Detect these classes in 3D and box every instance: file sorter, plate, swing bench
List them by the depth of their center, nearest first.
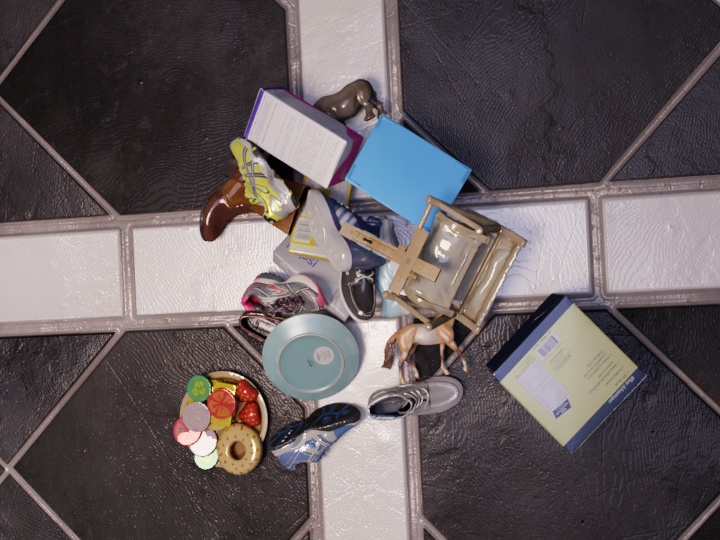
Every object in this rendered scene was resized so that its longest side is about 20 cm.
[{"bbox_3d":[0.173,-0.004,1.170,0.129,0.198,0.203,35,107,35],"label":"swing bench"},{"bbox_3d":[0.092,-0.177,1.246,0.197,0.123,0.141,32,93,5],"label":"file sorter"},{"bbox_3d":[-0.098,0.179,1.273,0.194,0.026,0.205,-1,115,-2],"label":"plate"}]

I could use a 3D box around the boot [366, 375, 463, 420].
[{"bbox_3d":[0.107,0.258,1.258,0.195,0.096,0.076,-14,89,6],"label":"boot"}]

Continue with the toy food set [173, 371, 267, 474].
[{"bbox_3d":[-0.287,0.311,1.325,0.192,0.049,0.206,8,91,6],"label":"toy food set"}]

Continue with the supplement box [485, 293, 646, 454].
[{"bbox_3d":[0.377,0.187,1.210,0.200,0.134,0.200,44,94,4],"label":"supplement box"}]

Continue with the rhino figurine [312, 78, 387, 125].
[{"bbox_3d":[-0.051,-0.313,1.293,0.196,0.060,0.089,-24,89,12],"label":"rhino figurine"}]

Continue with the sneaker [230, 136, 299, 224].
[{"bbox_3d":[-0.199,-0.176,1.229,0.076,0.076,0.201,-40,66,-1],"label":"sneaker"}]

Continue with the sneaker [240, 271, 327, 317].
[{"bbox_3d":[-0.148,0.058,1.257,0.196,0.075,0.082,1,126,38],"label":"sneaker"}]

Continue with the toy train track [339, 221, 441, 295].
[{"bbox_3d":[0.051,-0.030,1.110,0.197,0.032,0.117,27,87,23],"label":"toy train track"}]

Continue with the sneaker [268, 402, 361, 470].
[{"bbox_3d":[-0.084,0.334,1.301,0.196,0.076,0.078,-24,110,6],"label":"sneaker"}]

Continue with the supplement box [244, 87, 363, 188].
[{"bbox_3d":[-0.108,-0.258,1.238,0.197,0.101,0.105,31,113,11],"label":"supplement box"}]

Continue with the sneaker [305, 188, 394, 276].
[{"bbox_3d":[-0.010,-0.082,1.221,0.143,0.082,0.202,-10,50,-27],"label":"sneaker"}]

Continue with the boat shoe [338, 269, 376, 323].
[{"bbox_3d":[0.000,0.000,1.244,0.072,0.060,0.205,10,56,-23],"label":"boat shoe"}]

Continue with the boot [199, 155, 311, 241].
[{"bbox_3d":[-0.212,-0.113,1.289,0.197,0.069,0.191,26,81,22],"label":"boot"}]

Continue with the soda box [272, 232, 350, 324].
[{"bbox_3d":[-0.084,0.014,1.286,0.199,0.064,0.068,42,72,5],"label":"soda box"}]

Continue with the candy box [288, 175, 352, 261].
[{"bbox_3d":[-0.075,-0.120,1.278,0.099,0.026,0.205,10,71,-1],"label":"candy box"}]

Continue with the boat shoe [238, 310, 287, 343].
[{"bbox_3d":[-0.153,0.132,1.300,0.195,0.070,0.072,17,93,5],"label":"boat shoe"}]

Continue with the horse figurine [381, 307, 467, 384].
[{"bbox_3d":[0.129,0.147,1.279,0.194,0.050,0.136,-11,90,6],"label":"horse figurine"}]

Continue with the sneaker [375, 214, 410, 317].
[{"bbox_3d":[0.045,-0.005,1.278,0.080,0.074,0.206,-14,84,10],"label":"sneaker"}]
